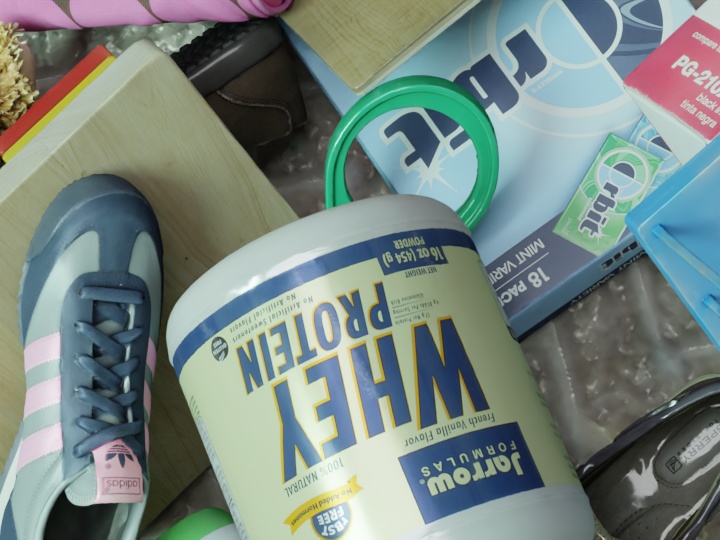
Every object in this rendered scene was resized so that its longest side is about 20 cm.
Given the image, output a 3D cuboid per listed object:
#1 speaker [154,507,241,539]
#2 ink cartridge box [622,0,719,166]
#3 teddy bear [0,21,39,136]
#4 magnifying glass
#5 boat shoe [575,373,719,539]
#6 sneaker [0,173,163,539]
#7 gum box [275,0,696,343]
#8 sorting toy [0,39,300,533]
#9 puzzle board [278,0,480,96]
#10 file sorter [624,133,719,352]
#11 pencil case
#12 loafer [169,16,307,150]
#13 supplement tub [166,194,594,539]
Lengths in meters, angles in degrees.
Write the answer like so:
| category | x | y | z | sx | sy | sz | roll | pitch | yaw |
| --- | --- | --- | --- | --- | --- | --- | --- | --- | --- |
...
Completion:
| category | x | y | z | sx | sy | sz | roll | pitch | yaw |
| --- | --- | --- | --- | --- | --- | --- | --- | --- | --- |
| speaker | -0.024 | 0.202 | 1.118 | 0.088 | 0.088 | 0.200 | -45 | 69 | -2 |
| ink cartridge box | 0.241 | -0.092 | 1.103 | 0.200 | 0.145 | 0.084 | -43 | 34 | -2 |
| teddy bear | -0.226 | -0.040 | 1.212 | 0.067 | 0.145 | 0.200 | 36 | 83 | -20 |
| magnifying glass | 0.000 | 0.000 | 1.158 | 0.079 | 0.022 | 0.201 | 22 | 109 | -13 |
| boat shoe | 0.110 | 0.122 | 1.120 | 0.200 | 0.065 | 0.072 | -45 | 72 | -1 |
| sneaker | -0.112 | 0.061 | 1.077 | 0.082 | 0.070 | 0.201 | 32 | 118 | 56 |
| gum box | 0.082 | -0.090 | 1.201 | 0.170 | 0.045 | 0.200 | -34 | 70 | 1 |
| sorting toy | -0.129 | 0.014 | 1.149 | 0.199 | 0.200 | 0.070 | -44 | 43 | -6 |
| puzzle board | 0.018 | -0.172 | 1.206 | 0.151 | 0.017 | 0.200 | -40 | 38 | -1 |
| file sorter | 0.235 | 0.022 | 1.032 | 0.139 | 0.200 | 0.123 | -40 | 35 | -1 |
| pencil case | -0.113 | -0.166 | 1.220 | 0.199 | 0.094 | 0.091 | 5 | 115 | 35 |
| loafer | -0.110 | -0.047 | 1.215 | 0.200 | 0.073 | 0.071 | -32 | 109 | 13 |
| supplement tub | 0.014 | 0.085 | 1.061 | 0.145 | 0.145 | 0.201 | -25 | 73 | 5 |
